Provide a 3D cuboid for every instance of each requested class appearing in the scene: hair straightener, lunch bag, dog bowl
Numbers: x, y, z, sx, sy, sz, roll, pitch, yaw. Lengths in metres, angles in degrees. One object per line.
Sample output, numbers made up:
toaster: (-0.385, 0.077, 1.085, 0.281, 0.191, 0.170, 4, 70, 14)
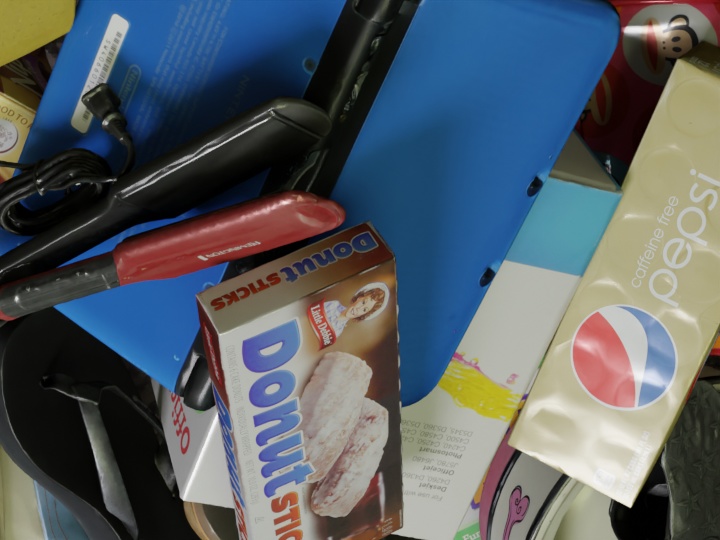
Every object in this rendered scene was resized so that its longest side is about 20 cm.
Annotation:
hair straightener: (-0.093, -0.027, 0.643, 0.199, 0.078, 0.041, -20, 157, 34)
lunch bag: (0.171, -0.054, 0.850, 0.175, 0.082, 0.201, -1, 117, 14)
dog bowl: (0.153, 0.132, 0.978, 0.199, 0.074, 0.201, -16, 125, -24)

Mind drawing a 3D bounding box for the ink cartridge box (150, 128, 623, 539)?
ink cartridge box: (0.000, 0.000, 0.816, 0.145, 0.147, 0.201, 12, 116, -23)

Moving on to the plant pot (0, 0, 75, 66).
plant pot: (-0.204, -0.167, 0.625, 0.175, 0.200, 0.201, -8, 124, -27)

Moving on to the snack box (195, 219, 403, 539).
snack box: (-0.020, 0.061, 0.685, 0.071, 0.024, 0.201, -23, 145, -14)

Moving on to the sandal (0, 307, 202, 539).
sandal: (-0.111, 0.095, 0.819, 0.043, 0.076, 0.201, -5, 126, 35)

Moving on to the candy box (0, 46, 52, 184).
candy box: (-0.210, -0.021, 0.750, 0.056, 0.117, 0.200, 28, 109, -32)

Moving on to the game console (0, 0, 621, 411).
game console: (-0.024, -0.053, 0.683, 0.118, 0.170, 0.201, -26, 146, -61)

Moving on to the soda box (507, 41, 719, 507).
soda box: (0.140, 0.002, 0.787, 0.067, 0.064, 0.201, 27, 112, 13)

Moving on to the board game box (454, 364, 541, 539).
board game box: (0.070, 0.116, 0.991, 0.095, 0.030, 0.201, -13, 122, -11)

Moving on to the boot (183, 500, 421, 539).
boot: (-0.041, 0.135, 0.900, 0.075, 0.074, 0.200, -10, 162, 29)

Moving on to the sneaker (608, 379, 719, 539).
sneaker: (0.169, 0.135, 0.905, 0.104, 0.060, 0.201, -8, 116, -31)

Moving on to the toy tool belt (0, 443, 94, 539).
toy tool belt: (-0.161, 0.131, 0.857, 0.122, 0.125, 0.201, -17, 106, -15)
